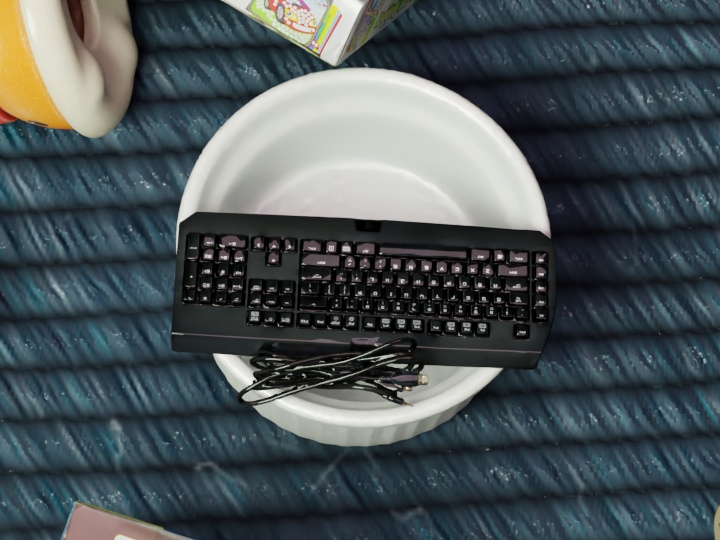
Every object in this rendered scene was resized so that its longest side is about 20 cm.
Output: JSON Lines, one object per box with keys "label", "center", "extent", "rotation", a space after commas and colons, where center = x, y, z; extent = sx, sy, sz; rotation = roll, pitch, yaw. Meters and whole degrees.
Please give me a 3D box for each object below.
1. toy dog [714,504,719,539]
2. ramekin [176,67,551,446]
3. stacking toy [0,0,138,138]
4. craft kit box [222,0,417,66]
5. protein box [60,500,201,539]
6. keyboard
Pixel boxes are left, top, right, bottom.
{"label": "toy dog", "center": [0.241, 0.198, 1.181], "extent": [0.131, 0.096, 0.201], "rotation": [10, 86, -3]}
{"label": "ramekin", "center": [0.000, 0.000, 1.218], "extent": [0.199, 0.098, 0.202], "rotation": [1, 71, -2]}
{"label": "stacking toy", "center": [-0.238, -0.132, 1.255], "extent": [0.199, 0.146, 0.147], "rotation": [-10, 71, 14]}
{"label": "craft kit box", "center": [-0.058, -0.201, 1.246], "extent": [0.197, 0.200, 0.049], "rotation": [32, 117, 5]}
{"label": "protein box", "center": [-0.104, 0.244, 1.074], "extent": [0.134, 0.199, 0.201], "rotation": [18, 71, 3]}
{"label": "keyboard", "center": [0.003, 0.017, 1.140], "extent": [0.199, 0.040, 0.105], "rotation": [2, 70, -1]}
